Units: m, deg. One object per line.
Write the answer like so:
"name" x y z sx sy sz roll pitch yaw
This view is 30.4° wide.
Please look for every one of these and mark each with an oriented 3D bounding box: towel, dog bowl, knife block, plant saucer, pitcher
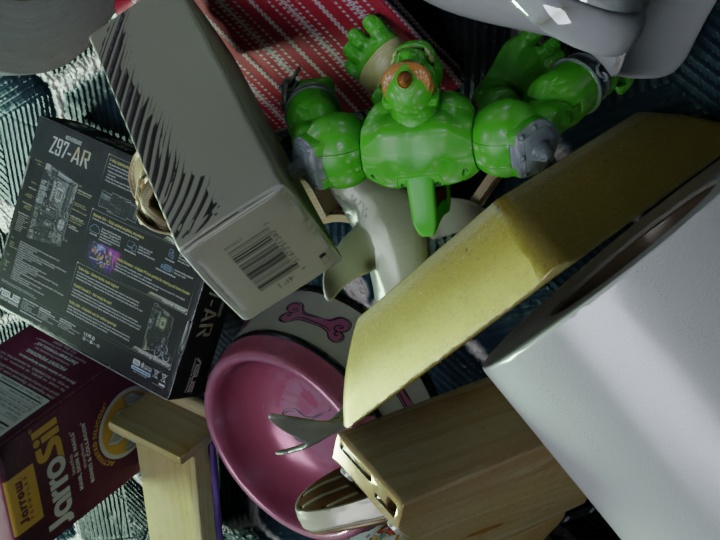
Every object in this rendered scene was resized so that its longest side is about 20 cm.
"towel" -0.049 -0.147 0.835 0.199 0.023 0.145 -6 145 43
"dog bowl" -0.036 0.117 1.010 0.199 0.074 0.201 22 130 29
"knife block" 0.099 0.092 0.771 0.064 0.176 0.200 41 180 40
"plant saucer" 0.088 -0.011 0.725 0.049 0.200 0.200 54 138 5
"pitcher" 0.072 -0.171 0.653 0.200 0.171 0.122 37 117 15

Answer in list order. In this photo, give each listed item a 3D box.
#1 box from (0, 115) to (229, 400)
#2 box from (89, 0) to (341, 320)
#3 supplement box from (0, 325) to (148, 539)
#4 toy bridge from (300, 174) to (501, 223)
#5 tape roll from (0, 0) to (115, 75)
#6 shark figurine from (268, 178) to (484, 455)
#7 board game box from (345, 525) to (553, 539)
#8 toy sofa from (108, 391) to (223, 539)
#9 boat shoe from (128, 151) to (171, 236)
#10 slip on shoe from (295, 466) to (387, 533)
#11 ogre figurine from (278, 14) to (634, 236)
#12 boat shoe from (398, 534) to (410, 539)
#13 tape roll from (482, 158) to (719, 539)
"box" -0.187 -0.013 1.024 0.199 0.043 0.161 23 101 28
"box" -0.087 -0.074 0.763 0.082 0.068 0.200 53 -174 -49
"supplement box" -0.255 0.125 1.112 0.103 0.200 0.132 21 130 30
"toy bridge" 0.037 -0.055 0.865 0.199 0.027 0.067 -16 107 46
"tape roll" -0.245 -0.229 0.868 0.066 0.200 0.201 5 120 38
"shark figurine" 0.011 0.020 0.852 0.089 0.127 0.216 -175 92 -82
"board game box" 0.081 0.243 0.999 0.199 0.034 0.135 -21 116 46
"toy sofa" -0.143 0.192 1.134 0.083 0.097 0.201 21 128 31
"boat shoe" -0.119 -0.057 0.886 0.200 0.064 0.072 16 108 57
"slip on shoe" 0.056 0.152 0.900 0.199 0.076 0.061 -19 105 4
"ogre figurine" 0.043 -0.085 0.724 0.199 0.120 0.099 14 124 6
"boat shoe" 0.118 0.222 0.871 0.068 0.199 0.072 -122 45 -67
"tape roll" 0.181 0.040 0.675 0.139 0.202 0.203 51 137 2
